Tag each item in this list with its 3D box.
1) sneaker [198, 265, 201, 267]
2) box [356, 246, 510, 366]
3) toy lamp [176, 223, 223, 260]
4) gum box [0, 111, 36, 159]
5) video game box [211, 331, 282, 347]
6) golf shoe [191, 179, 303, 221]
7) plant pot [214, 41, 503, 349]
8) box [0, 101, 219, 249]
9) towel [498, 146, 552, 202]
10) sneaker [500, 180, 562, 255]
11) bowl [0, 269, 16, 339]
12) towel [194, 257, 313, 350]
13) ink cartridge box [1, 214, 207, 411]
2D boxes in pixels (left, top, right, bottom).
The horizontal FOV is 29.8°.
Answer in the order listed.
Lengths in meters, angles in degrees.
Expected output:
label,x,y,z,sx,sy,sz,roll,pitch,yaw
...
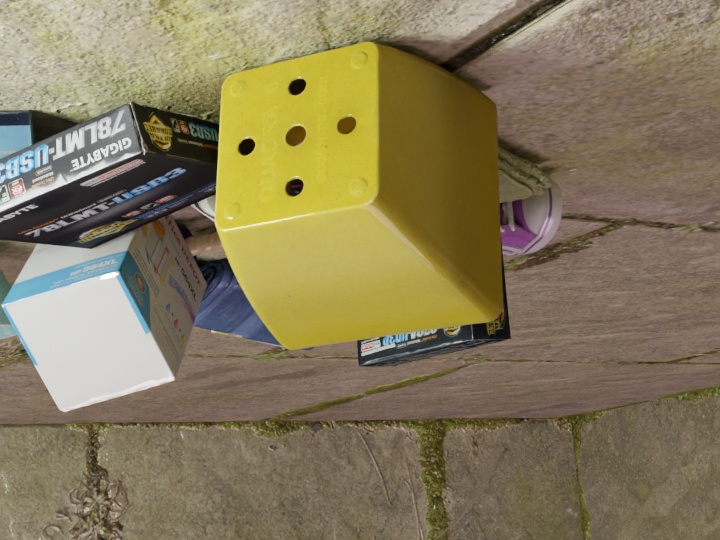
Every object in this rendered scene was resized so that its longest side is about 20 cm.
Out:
label,x,y,z,sx,sy,sz,roll,pitch,yaw
sneaker,-0.272,0.027,1.690,0.199,0.071,0.099,-11,166,3
box,0.060,0.002,1.292,0.046,0.160,0.200,2,168,-31
toy lamp,-0.148,-0.035,1.471,0.199,0.058,0.058,-11,166,22
gum box,-0.368,-0.085,1.184,0.169,0.045,0.200,-3,168,-11
video game box,-0.067,0.033,1.719,0.200,0.047,0.182,-26,162,21
golf shoe,-0.090,-0.062,1.339,0.092,0.073,0.200,-6,159,37
plant pot,-0.011,-0.069,1.070,0.199,0.201,0.176,-9,156,22
box,-0.214,-0.075,1.144,0.199,0.050,0.198,-21,172,20
towel,0.084,-0.093,1.321,0.148,0.037,0.200,-10,167,31
sneaker,0.124,-0.051,1.447,0.114,0.073,0.200,5,165,-28
bowl,-0.475,0.029,1.499,0.200,0.105,0.201,-10,175,-1
towel,-0.114,0.036,1.583,0.200,0.049,0.112,17,138,-38
ink cartridge box,-0.242,0.018,1.330,0.125,0.129,0.200,-16,-152,14
